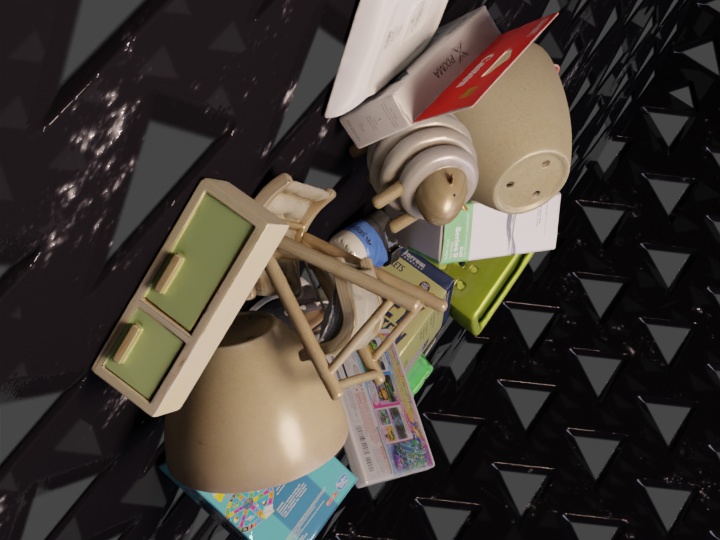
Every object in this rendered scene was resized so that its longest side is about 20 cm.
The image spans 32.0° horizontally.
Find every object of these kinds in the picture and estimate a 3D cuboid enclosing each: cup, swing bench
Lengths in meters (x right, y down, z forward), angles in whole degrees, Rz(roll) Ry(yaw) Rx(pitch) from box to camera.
[{"bbox_3d":[0.176,-0.153,1.510,0.197,0.144,0.202,-16,143,-13],"label":"cup"},{"bbox_3d":[-0.031,0.014,1.312,0.130,0.200,0.199,-48,169,8],"label":"swing bench"}]

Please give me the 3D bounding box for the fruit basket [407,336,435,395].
[{"bbox_3d":[0.019,0.157,2.046,0.094,0.199,0.186,41,82,-36],"label":"fruit basket"}]

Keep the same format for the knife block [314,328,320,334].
[{"bbox_3d":[-0.084,0.191,1.620,0.063,0.176,0.202,20,109,-34],"label":"knife block"}]

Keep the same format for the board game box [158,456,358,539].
[{"bbox_3d":[-0.123,0.247,1.529,0.151,0.200,0.047,-50,-171,-26],"label":"board game box"}]

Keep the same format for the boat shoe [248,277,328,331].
[{"bbox_3d":[-0.097,0.070,1.503,0.075,0.060,0.200,-61,168,26],"label":"boat shoe"}]

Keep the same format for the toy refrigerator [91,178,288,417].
[{"bbox_3d":[-0.152,0.024,1.117,0.202,0.075,0.070,-58,168,9],"label":"toy refrigerator"}]

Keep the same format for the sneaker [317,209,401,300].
[{"bbox_3d":[0.001,0.001,1.679,0.111,0.076,0.202,-37,153,-33],"label":"sneaker"}]

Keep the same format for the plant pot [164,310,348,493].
[{"bbox_3d":[-0.120,0.122,1.317,0.200,0.197,0.137,-40,125,-54],"label":"plant pot"}]

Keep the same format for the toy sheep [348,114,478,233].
[{"bbox_3d":[0.065,-0.126,1.418,0.136,0.202,0.139,-14,140,-12],"label":"toy sheep"}]

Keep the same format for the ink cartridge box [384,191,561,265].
[{"bbox_3d":[0.151,-0.074,1.692,0.197,0.145,0.086,-7,109,-30],"label":"ink cartridge box"}]

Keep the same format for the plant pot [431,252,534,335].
[{"bbox_3d":[0.166,-0.035,2.011,0.201,0.180,0.199,-55,169,-5],"label":"plant pot"}]

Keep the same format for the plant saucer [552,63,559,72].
[{"bbox_3d":[0.131,-0.190,1.587,0.197,0.037,0.201,-5,138,-26],"label":"plant saucer"}]

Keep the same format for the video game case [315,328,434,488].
[{"bbox_3d":[0.018,0.177,1.661,0.023,0.203,0.181,-25,167,29],"label":"video game case"}]

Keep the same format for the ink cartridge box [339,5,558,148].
[{"bbox_3d":[0.094,-0.218,1.334,0.175,0.045,0.200,-16,-155,48],"label":"ink cartridge box"}]

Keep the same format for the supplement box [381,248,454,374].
[{"bbox_3d":[0.028,0.083,1.870,0.201,0.133,0.200,-53,169,-14],"label":"supplement box"}]

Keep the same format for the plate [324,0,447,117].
[{"bbox_3d":[0.047,-0.264,1.271,0.200,0.032,0.201,-46,165,-42],"label":"plate"}]
